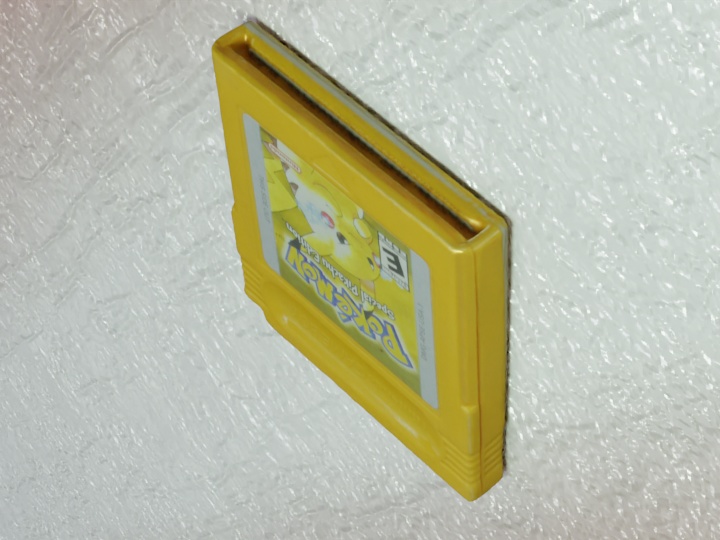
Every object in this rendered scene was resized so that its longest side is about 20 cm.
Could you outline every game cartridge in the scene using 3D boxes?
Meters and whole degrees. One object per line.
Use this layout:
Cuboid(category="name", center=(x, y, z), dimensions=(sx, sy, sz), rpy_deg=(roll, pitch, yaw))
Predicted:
Cuboid(category="game cartridge", center=(0.000, 0.000, 1.096), dimensions=(0.176, 0.032, 0.200), rpy_deg=(40, 152, 29))
